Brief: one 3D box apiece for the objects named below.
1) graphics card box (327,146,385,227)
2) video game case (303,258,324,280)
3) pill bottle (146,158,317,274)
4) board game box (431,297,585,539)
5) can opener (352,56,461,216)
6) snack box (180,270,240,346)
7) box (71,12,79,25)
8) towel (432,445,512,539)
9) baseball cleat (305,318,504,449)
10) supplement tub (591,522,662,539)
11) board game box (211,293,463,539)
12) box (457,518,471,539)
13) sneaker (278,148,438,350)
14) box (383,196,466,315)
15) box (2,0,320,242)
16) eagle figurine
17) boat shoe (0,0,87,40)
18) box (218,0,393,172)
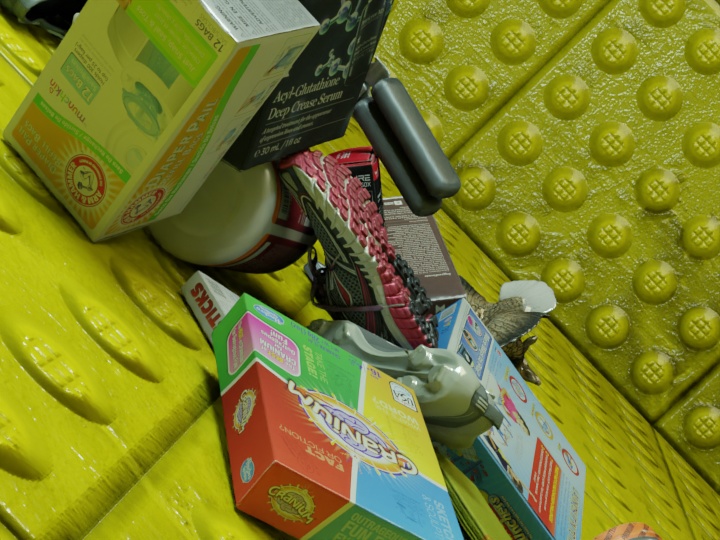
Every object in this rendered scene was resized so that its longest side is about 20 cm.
[{"bbox_3d":[0.000,0.000,1.433,0.125,0.051,0.201,-79,163,-80],"label":"graphics card box"},{"bbox_3d":[0.031,0.080,1.690,0.143,0.019,0.200,35,15,-52],"label":"video game case"},{"bbox_3d":[-0.096,-0.055,1.380,0.113,0.113,0.200,48,8,13],"label":"pill bottle"},{"bbox_3d":[0.110,0.145,1.412,0.196,0.056,0.200,54,18,-9],"label":"board game box"},{"bbox_3d":[0.010,-0.134,1.406,0.066,0.053,0.200,-19,72,-47],"label":"can opener"},{"bbox_3d":[-0.066,0.079,1.198,0.072,0.024,0.200,38,12,-44],"label":"snack box"},{"bbox_3d":[-0.143,-0.160,1.423,0.200,0.078,0.095,10,0,15],"label":"box"},{"bbox_3d":[0.096,0.197,1.190,0.086,0.018,0.200,46,5,-36],"label":"towel"},{"bbox_3d":[0.023,0.093,1.272,0.200,0.070,0.106,14,-26,51],"label":"baseball cleat"},{"bbox_3d":[0.252,0.305,1.344,0.123,0.123,0.200,37,12,-48],"label":"supplement tub"},{"bbox_3d":[-0.017,0.112,1.079,0.153,0.040,0.200,31,19,-24],"label":"board game box"},{"bbox_3d":[0.079,0.220,1.185,0.200,0.040,0.137,50,8,25],"label":"box"},{"bbox_3d":[-0.012,-0.004,1.315,0.200,0.075,0.081,60,17,-21],"label":"sneaker"},{"bbox_3d":[0.047,0.019,1.606,0.200,0.075,0.100,-111,-162,-58],"label":"box"},{"bbox_3d":[-0.140,-0.130,1.162,0.113,0.200,0.101,49,33,12],"label":"box"},{"bbox_3d":[0.123,0.065,1.735,0.200,0.151,0.151,42,28,-56],"label":"eagle figurine"},{"bbox_3d":[-0.265,-0.235,1.568,0.062,0.073,0.200,54,16,26],"label":"boat shoe"},{"bbox_3d":[-0.058,-0.194,1.244,0.107,0.200,0.148,32,28,20],"label":"box"}]
